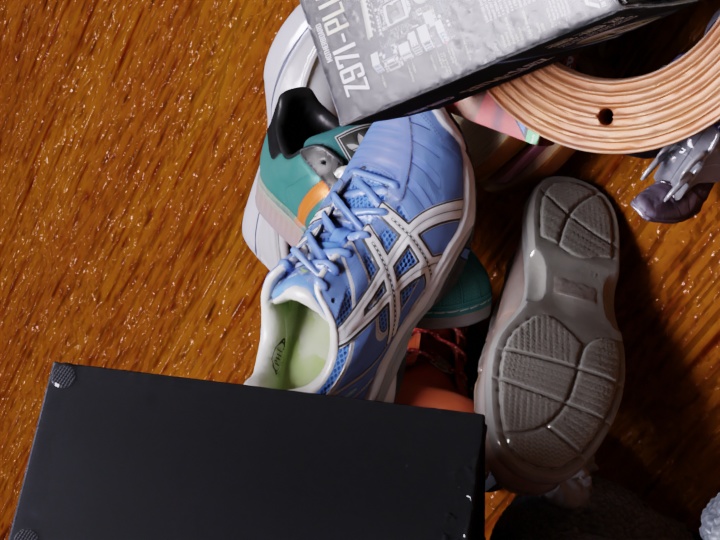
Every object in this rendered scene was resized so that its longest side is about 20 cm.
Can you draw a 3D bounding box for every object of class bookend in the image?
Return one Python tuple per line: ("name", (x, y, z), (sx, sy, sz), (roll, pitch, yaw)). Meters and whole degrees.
("bookend", (-0.041, 0.132, 0.750), (0.199, 0.200, 0.092), (82, -163, -65))

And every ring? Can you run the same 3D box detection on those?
("ring", (0.123, -0.155, 0.721), (0.200, 0.019, 0.201), (5, 98, 39))

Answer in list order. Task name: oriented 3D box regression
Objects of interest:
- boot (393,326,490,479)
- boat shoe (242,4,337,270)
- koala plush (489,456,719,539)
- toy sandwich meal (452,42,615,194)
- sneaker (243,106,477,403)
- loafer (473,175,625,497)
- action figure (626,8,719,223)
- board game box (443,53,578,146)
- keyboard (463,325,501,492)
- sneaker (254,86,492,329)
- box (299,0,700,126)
("boot", (0.030, 0.058, 0.870), (0.107, 0.075, 0.200), (-60, 21, -8))
("boat shoe", (-0.024, -0.077, 0.984), (0.065, 0.074, 0.200), (49, 141, 42))
("koala plush", (0.121, 0.170, 0.783), (0.200, 0.184, 0.177), (-114, 11, -62))
("toy sandwich meal", (0.059, -0.139, 0.874), (0.205, 0.070, 0.205), (9, 102, 49))
("sneaker", (0.000, 0.000, 0.779), (0.076, 0.077, 0.200), (12, 80, 33))
("loafer", (0.097, 0.040, 0.805), (0.063, 0.072, 0.200), (119, 170, -49))
("action figure", (0.193, -0.115, 0.724), (0.200, 0.069, 0.130), (-57, 49, 34))
("board game box", (0.078, -0.174, 0.779), (0.103, 0.019, 0.200), (25, 110, 36))
("keyboard", (0.028, 0.062, 0.964), (0.200, 0.040, 0.104), (48, 128, 36))
("sneaker", (0.002, -0.039, 0.865), (0.200, 0.071, 0.080), (37, 134, 43))
("box", (0.043, -0.187, 0.703), (0.164, 0.086, 0.200), (-19, 89, 39))
